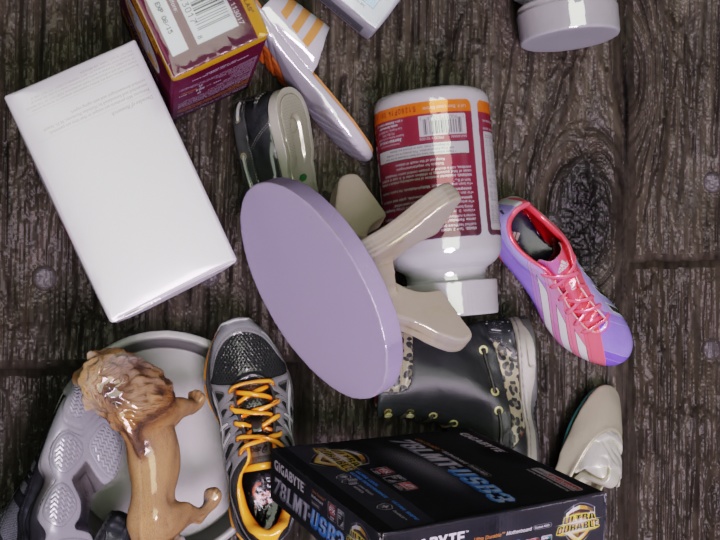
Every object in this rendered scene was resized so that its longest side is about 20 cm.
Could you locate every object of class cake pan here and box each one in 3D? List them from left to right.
[{"bbox_3d":[-0.176,0.156,0.984,0.196,0.037,0.204,0,88,-12],"label":"cake pan"}]

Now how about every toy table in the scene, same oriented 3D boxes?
[{"bbox_3d":[0.000,0.000,0.924,0.116,0.184,0.202,-19,76,-40],"label":"toy table"}]

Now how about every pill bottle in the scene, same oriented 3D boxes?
[{"bbox_3d":[0.073,-0.059,1.007,0.108,0.109,0.204,-4,88,-11],"label":"pill bottle"},{"bbox_3d":[0.189,-0.318,1.039,0.112,0.114,0.204,-5,89,-11],"label":"pill bottle"}]

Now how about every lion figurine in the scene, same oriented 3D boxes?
[{"bbox_3d":[-0.169,0.160,0.896,0.071,0.122,0.203,-19,81,16],"label":"lion figurine"}]

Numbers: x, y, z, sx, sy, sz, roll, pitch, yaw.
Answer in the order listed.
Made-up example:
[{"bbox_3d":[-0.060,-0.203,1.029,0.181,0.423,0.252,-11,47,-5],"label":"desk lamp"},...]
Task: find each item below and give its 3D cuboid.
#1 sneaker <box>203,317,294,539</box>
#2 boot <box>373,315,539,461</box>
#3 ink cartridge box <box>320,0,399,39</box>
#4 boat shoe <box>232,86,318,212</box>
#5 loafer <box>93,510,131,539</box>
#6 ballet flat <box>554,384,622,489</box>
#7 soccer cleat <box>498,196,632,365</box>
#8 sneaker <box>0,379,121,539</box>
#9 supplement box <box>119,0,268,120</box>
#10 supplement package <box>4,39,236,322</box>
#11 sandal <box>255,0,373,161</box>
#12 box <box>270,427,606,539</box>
[{"bbox_3d":[-0.087,0.141,0.945,0.077,0.077,0.204,-10,88,-10],"label":"sneaker"},{"bbox_3d":[0.086,0.144,1.024,0.151,0.073,0.208,1,87,-7],"label":"boot"},{"bbox_3d":[0.006,-0.348,1.038,0.159,0.047,0.201,37,83,-7],"label":"ink cartridge box"},{"bbox_3d":[-0.077,-0.062,1.010,0.067,0.072,0.204,-4,96,27],"label":"boat shoe"},{"bbox_3d":[-0.261,0.280,0.930,0.070,0.068,0.202,36,100,1],"label":"loafer"},{"bbox_3d":[0.210,0.208,1.042,0.069,0.069,0.202,29,85,-8],"label":"ballet flat"},{"bbox_3d":[0.192,0.013,1.044,0.067,0.076,0.201,-41,95,-10],"label":"soccer cleat"},{"bbox_3d":[-0.267,0.186,0.904,0.112,0.075,0.203,-15,54,27],"label":"sneaker"},{"bbox_3d":[-0.145,-0.207,0.923,0.085,0.200,0.112,-26,92,-10],"label":"supplement box"},{"bbox_3d":[-0.203,-0.070,0.946,0.118,0.121,0.203,-26,92,-12],"label":"supplement package"},{"bbox_3d":[-0.046,-0.193,1.011,0.059,0.079,0.207,-44,104,-11],"label":"sandal"},{"bbox_3d":[0.054,0.177,0.859,0.195,0.199,0.051,-4,100,-26],"label":"box"}]
